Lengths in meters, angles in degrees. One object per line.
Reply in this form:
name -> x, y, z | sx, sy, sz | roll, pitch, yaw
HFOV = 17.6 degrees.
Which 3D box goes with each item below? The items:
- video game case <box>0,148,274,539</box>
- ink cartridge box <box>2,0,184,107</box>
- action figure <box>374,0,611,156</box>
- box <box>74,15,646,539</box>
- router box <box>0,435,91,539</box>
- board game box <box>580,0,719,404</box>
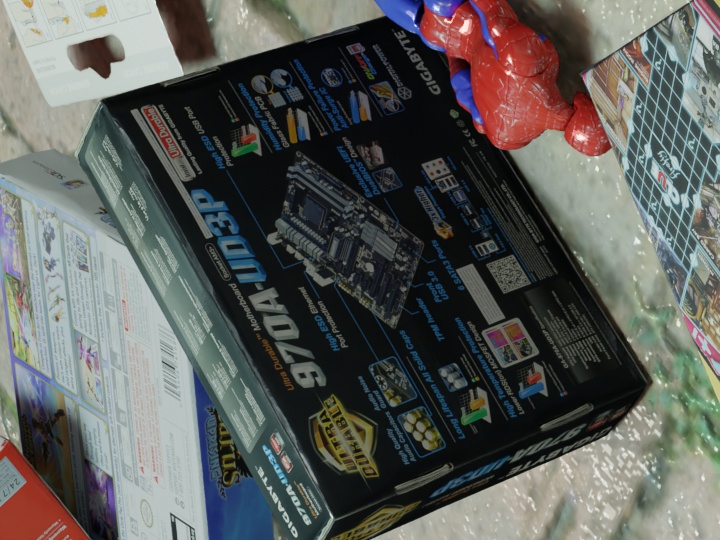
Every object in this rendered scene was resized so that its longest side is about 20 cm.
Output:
video game case -> -0.114, 0.059, 1.163 | 0.181, 0.045, 0.201 | 26, 127, 47
ink cartridge box -> -0.144, -0.191, 1.185 | 0.162, 0.050, 0.201 | -3, 111, 57
action figure -> 0.032, -0.110, 0.940 | 0.200, 0.051, 0.066 | 46, 146, 28
box -> 0.000, 0.000, 0.941 | 0.201, 0.158, 0.046 | 59, 147, 18
router box -> -0.191, 0.150, 1.249 | 0.180, 0.049, 0.200 | 55, 161, -26
board game box -> 0.162, -0.004, 0.806 | 0.135, 0.034, 0.201 | -31, 80, 58
